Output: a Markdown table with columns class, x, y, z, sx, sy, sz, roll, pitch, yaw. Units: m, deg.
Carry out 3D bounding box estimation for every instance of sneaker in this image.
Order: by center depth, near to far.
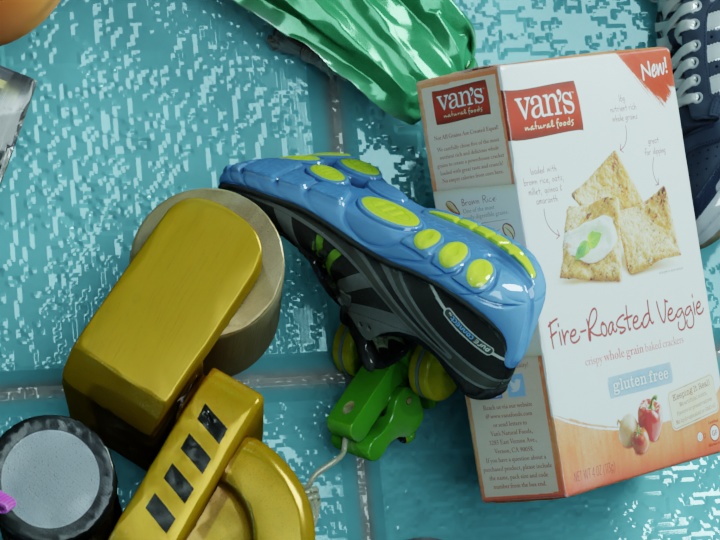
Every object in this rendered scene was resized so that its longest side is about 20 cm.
| class | x | y | z | sx | sy | sz | roll | pitch | yaw |
| --- | --- | --- | --- | --- | --- | --- | --- | --- | --- |
| sneaker | 0.001 | 0.000 | 1.297 | 0.071 | 0.199 | 0.083 | -10 | 120 | -43 |
| sneaker | 0.167 | -0.115 | 1.416 | 0.108 | 0.070 | 0.201 | 30 | 66 | -15 |

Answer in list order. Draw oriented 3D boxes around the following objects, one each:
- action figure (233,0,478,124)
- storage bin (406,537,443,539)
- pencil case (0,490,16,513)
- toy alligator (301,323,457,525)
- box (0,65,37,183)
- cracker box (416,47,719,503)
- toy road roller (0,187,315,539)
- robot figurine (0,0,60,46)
| class | x | y | z | sx | sy | sz | roll | pitch | yaw |
| --- | --- | --- | --- | --- | --- | --- | --- | --- | --- |
| action figure | -0.011 | -0.136 | 1.374 | 0.200 | 0.055 | 0.118 | 42 | 69 | -2 |
| storage bin | 0.086 | 0.218 | 1.295 | 0.199 | 0.134 | 0.146 | 34 | 72 | -8 |
| pencil case | -0.219 | 0.020 | 1.157 | 0.092 | 0.085 | 0.201 | -20 | 98 | 6 |
| toy alligator | 0.019 | 0.053 | 1.351 | 0.201 | 0.059 | 0.054 | -61 | 140 | -17 |
| box | -0.266 | -0.047 | 1.281 | 0.199 | 0.049 | 0.162 | 21 | 77 | -12 |
| cracker box | 0.103 | -0.001 | 1.339 | 0.134 | 0.057 | 0.201 | -11 | 92 | -47 |
| toy road roller | -0.069 | 0.080 | 1.264 | 0.145 | 0.123 | 0.201 | 30 | 75 | 5 |
| robot figurine | -0.207 | -0.171 | 1.267 | 0.199 | 0.144 | 0.117 | 20 | 64 | -14 |
